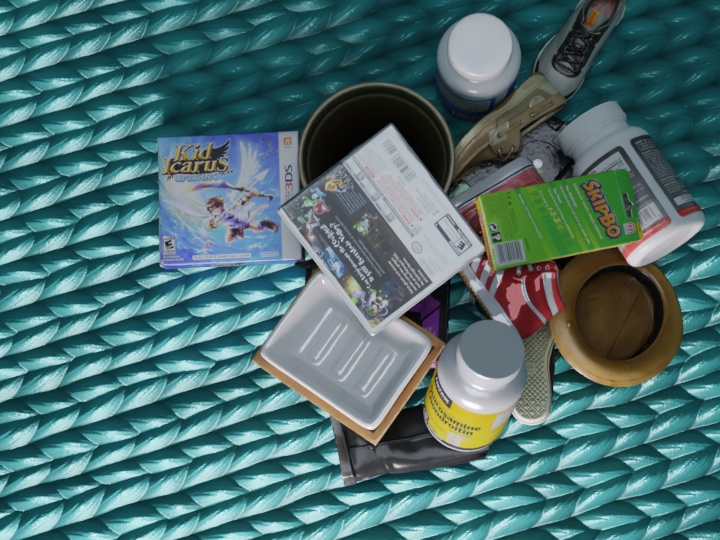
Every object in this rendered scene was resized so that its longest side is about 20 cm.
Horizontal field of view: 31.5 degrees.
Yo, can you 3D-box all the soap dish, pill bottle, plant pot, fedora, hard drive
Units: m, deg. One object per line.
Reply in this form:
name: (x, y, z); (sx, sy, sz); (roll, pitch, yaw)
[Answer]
soap dish: (-0.014, 0.109, 1.644); (0.200, 0.081, 0.157); (33, 80, 16)
pill bottle: (0.156, -0.273, 1.699); (0.112, 0.200, 0.112); (0, 83, 2)
plant pot: (0.024, -0.136, 1.700); (0.200, 0.174, 0.200); (0, 86, 2)
pill bottle: (0.146, 0.142, 1.608); (0.112, 0.200, 0.112); (3, 60, -5)
fedora: (0.329, 0.067, 1.700); (0.200, 0.082, 0.201); (5, 69, -14)
pill bottle: (0.351, -0.115, 1.674); (0.116, 0.116, 0.200); (-30, 74, -1)
hard drive: (0.223, -0.121, 1.761); (0.140, 0.038, 0.200); (40, 86, 6)

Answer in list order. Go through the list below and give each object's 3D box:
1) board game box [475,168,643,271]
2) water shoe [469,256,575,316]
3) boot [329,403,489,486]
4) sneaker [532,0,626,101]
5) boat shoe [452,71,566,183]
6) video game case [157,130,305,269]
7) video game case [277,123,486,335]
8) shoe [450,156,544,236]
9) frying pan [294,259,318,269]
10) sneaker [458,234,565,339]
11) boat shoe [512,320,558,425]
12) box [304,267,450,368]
board game box: (0.249, -0.064, 1.597); (0.200, 0.030, 0.096); (-11, 86, -8)
water shoe: (0.244, 0.007, 1.712); (0.200, 0.072, 0.079); (-33, 52, -7)
boot: (0.060, 0.191, 1.717); (0.200, 0.066, 0.165); (-12, 78, -1)
sneaker: (0.300, -0.318, 1.760); (0.074, 0.079, 0.200); (31, 87, 3)
boat shoe: (0.191, -0.181, 1.714); (0.200, 0.071, 0.065); (-43, 82, -4)
video game case: (-0.179, -0.098, 1.770); (0.200, 0.045, 0.181); (-3, 82, 2)
video game case: (0.027, -0.051, 1.596); (0.182, 0.023, 0.200); (-37, 91, -1)
shoe: (0.165, -0.062, 1.697); (0.200, 0.071, 0.091); (-33, 74, -1)
frying pan: (-0.001, 0.004, 1.684); (0.190, 0.115, 0.031); (-7, 104, 8)
sneaker: (0.182, -0.012, 1.639); (0.112, 0.071, 0.200); (-32, 84, 1)
boat shoe: (0.229, 0.115, 1.723); (0.075, 0.062, 0.200); (0, 68, 7)
box: (0.019, 0.060, 1.721); (0.200, 0.036, 0.143); (-1, 66, 10)
